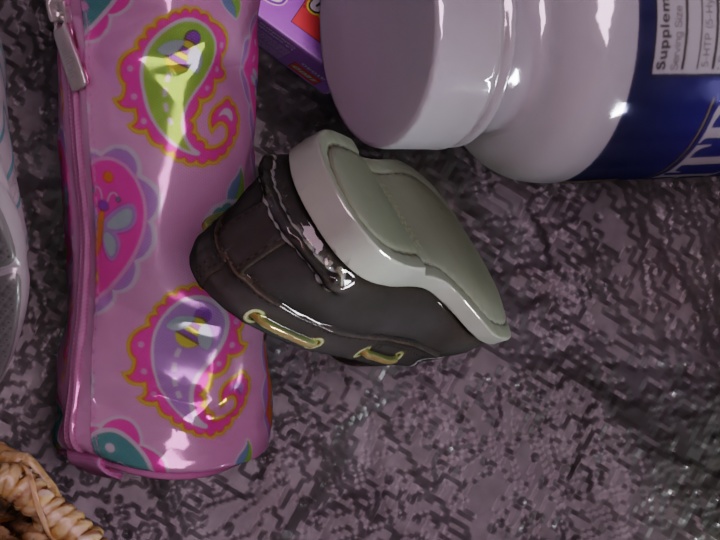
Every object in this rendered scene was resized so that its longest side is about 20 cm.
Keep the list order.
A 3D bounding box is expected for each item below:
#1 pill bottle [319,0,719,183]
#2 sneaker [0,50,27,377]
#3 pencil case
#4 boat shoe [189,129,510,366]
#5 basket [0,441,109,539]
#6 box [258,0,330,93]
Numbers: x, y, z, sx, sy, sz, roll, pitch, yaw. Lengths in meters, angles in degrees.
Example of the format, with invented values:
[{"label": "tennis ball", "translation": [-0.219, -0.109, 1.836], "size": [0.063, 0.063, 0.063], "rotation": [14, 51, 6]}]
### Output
[{"label": "pill bottle", "translation": [0.093, -0.092, 0.892], "size": [0.200, 0.120, 0.120], "rotation": [-3, 87, -28]}, {"label": "sneaker", "translation": [-0.150, -0.045, 0.853], "size": [0.070, 0.080, 0.200], "rotation": [0, 107, 4]}, {"label": "pencil case", "translation": [-0.074, -0.027, 0.859], "size": [0.087, 0.087, 0.200], "rotation": [-4, 100, -16]}, {"label": "boat shoe", "translation": [0.000, 0.000, 0.858], "size": [0.061, 0.201, 0.072], "rotation": [-32, 71, 12]}, {"label": "basket", "translation": [-0.159, 0.153, 0.785], "size": [0.200, 0.149, 0.143], "rotation": [-41, 124, -14]}, {"label": "box", "translation": [-0.051, -0.181, 0.915], "size": [0.200, 0.039, 0.137], "rotation": [35, 78, -12]}]
